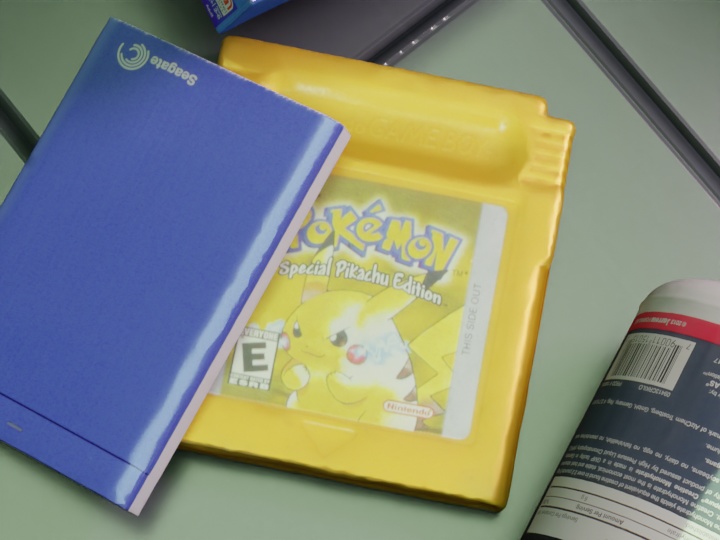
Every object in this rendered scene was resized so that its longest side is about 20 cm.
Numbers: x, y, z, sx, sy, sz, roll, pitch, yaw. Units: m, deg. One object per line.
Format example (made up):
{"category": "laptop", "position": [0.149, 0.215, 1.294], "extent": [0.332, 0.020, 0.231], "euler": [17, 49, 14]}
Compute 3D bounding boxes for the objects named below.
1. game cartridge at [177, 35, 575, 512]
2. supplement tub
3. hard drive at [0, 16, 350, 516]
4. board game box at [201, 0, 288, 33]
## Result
{"category": "game cartridge", "position": [0.000, 0.000, 1.127], "extent": [0.176, 0.032, 0.200], "euler": [11, 78, 1]}
{"category": "supplement tub", "position": [0.148, 0.118, 1.048], "extent": [0.140, 0.140, 0.200], "euler": [28, 78, 5]}
{"category": "hard drive", "position": [-0.109, -0.005, 1.105], "extent": [0.132, 0.025, 0.200], "euler": [26, 82, 21]}
{"category": "board game box", "position": [-0.012, -0.215, 1.084], "extent": [0.200, 0.045, 0.152], "euler": [-29, 90, -29]}
